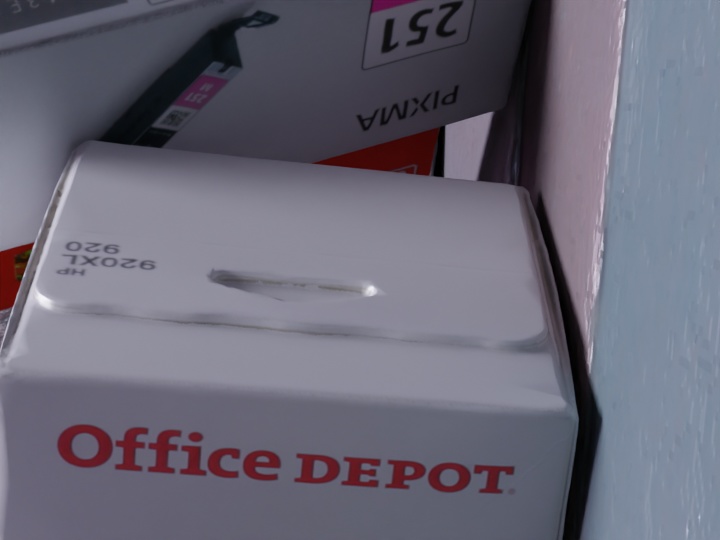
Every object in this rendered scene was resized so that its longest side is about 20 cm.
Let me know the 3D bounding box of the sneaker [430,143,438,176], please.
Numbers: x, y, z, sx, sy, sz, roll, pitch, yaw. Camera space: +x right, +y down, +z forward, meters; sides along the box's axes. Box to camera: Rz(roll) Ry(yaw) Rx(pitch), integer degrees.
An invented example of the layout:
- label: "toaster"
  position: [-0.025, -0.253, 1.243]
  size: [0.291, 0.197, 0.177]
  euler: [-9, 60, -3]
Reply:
- label: "sneaker"
  position: [0.000, 0.000, 0.898]
  size: [0.116, 0.073, 0.201]
  euler: [98, -175, -61]

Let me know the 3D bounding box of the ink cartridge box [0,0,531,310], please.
- label: "ink cartridge box"
  position: [-0.044, -0.046, 0.632]
  size: [0.174, 0.199, 0.044]
  euler: [98, 149, -51]

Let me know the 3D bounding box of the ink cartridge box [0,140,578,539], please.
- label: "ink cartridge box"
  position: [-0.026, 0.084, 0.555]
  size: [0.145, 0.147, 0.201]
  euler: [-92, 8, -63]
